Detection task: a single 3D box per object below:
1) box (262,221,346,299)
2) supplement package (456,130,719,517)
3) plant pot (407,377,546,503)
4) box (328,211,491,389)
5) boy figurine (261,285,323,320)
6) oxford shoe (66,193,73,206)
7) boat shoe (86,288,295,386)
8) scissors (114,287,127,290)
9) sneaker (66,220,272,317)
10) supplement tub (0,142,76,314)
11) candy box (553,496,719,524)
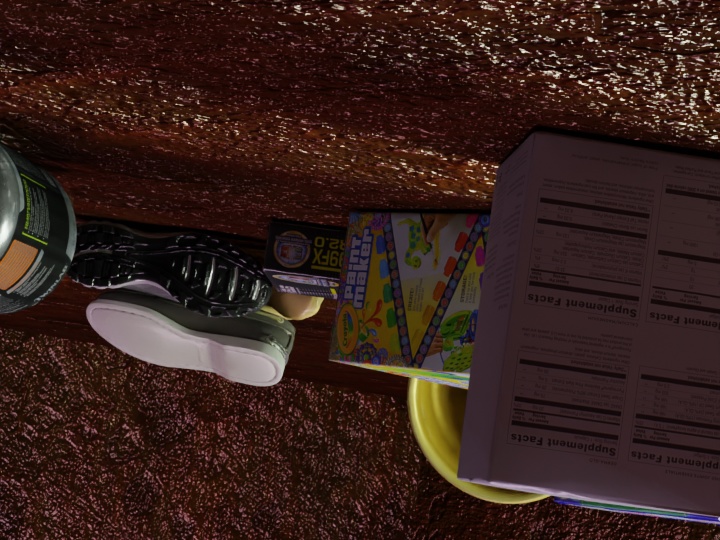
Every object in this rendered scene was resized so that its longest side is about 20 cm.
[{"bbox_3d":[0.000,0.000,1.772,0.159,0.045,0.200,7,174,1],"label":"box"},{"bbox_3d":[0.150,0.037,1.189,0.149,0.202,0.152,8,174,-3],"label":"supplement package"},{"bbox_3d":[0.163,0.115,2.016,0.199,0.202,0.189,6,-171,14],"label":"plant pot"},{"bbox_3d":[0.116,0.031,1.560,0.192,0.123,0.199,3,172,44],"label":"box"},{"bbox_3d":[-0.094,0.017,1.960,0.123,0.065,0.200,11,172,-22],"label":"boy figurine"},{"bbox_3d":[-0.321,-0.054,1.578,0.198,0.072,0.071,13,164,2],"label":"oxford shoe"},{"bbox_3d":[-0.161,0.054,1.909,0.200,0.061,0.072,15,140,10],"label":"boat shoe"},{"bbox_3d":[-0.300,-0.035,1.932,0.199,0.014,0.073,25,-149,-10],"label":"scissors"},{"bbox_3d":[-0.176,-0.006,1.873,0.199,0.075,0.079,13,-176,9],"label":"sneaker"},{"bbox_3d":[-0.286,-0.038,1.430,0.122,0.124,0.200,7,173,9],"label":"supplement tub"},{"bbox_3d":[0.268,0.114,1.751,0.168,0.202,0.077,2,170,37],"label":"candy box"}]
